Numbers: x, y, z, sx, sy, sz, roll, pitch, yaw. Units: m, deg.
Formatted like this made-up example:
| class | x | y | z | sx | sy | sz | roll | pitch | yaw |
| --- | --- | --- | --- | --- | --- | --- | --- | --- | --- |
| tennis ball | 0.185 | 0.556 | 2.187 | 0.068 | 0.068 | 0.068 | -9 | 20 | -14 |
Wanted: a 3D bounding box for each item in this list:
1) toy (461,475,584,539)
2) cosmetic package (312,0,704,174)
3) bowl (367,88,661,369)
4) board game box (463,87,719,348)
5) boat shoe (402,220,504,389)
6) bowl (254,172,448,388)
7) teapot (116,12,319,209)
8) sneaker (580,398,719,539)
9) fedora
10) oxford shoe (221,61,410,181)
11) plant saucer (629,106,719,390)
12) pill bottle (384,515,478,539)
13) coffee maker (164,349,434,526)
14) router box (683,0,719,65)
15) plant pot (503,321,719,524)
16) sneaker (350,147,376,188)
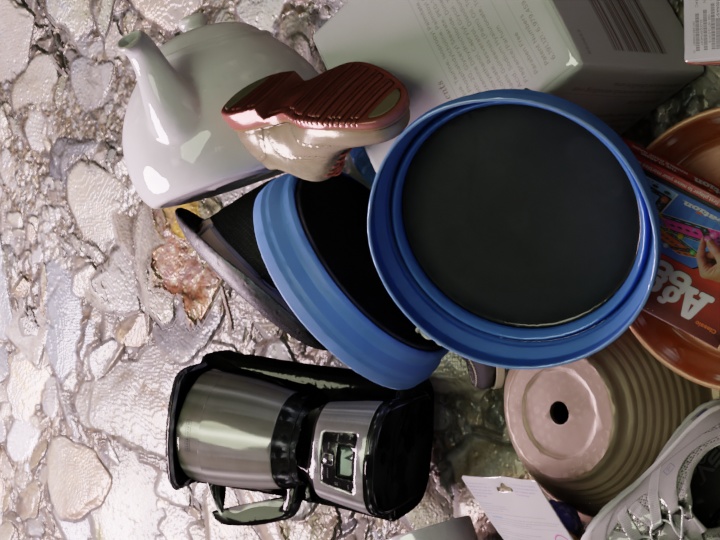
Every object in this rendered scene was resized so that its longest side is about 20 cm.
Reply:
| class | x | y | z | sx | sy | sz | roll | pitch | yaw |
| --- | --- | --- | --- | --- | --- | --- | --- | --- | --- |
| toy | 0.169 | 0.226 | 1.201 | 0.200 | 0.047 | 0.115 | 58 | 156 | -9 |
| cosmetic package | 0.107 | -0.162 | 1.188 | 0.200 | 0.167 | 0.167 | -38 | 69 | 37 |
| bowl | 0.104 | -0.029 | 1.076 | 0.200 | 0.039 | 0.202 | 8 | 118 | 15 |
| board game box | 0.178 | -0.034 | 1.081 | 0.199 | 0.019 | 0.103 | 28 | 124 | 5 |
| boat shoe | 0.067 | 0.022 | 1.202 | 0.200 | 0.062 | 0.073 | 73 | -178 | -46 |
| bowl | 0.000 | 0.000 | 1.271 | 0.039 | 0.200 | 0.201 | -39 | 67 | 24 |
| teapot | -0.117 | -0.145 | 1.341 | 0.200 | 0.197 | 0.147 | -19 | 89 | 68 |
| sneaker | 0.212 | 0.177 | 1.099 | 0.075 | 0.082 | 0.201 | 32 | 89 | -6 |
| fedora | -0.069 | -0.019 | 1.380 | 0.092 | 0.201 | 0.201 | -47 | 59 | 3 |
| oxford shoe | -0.021 | -0.105 | 1.171 | 0.200 | 0.070 | 0.075 | 11 | 137 | 55 |
| plant saucer | 0.272 | -0.015 | 1.110 | 0.199 | 0.032 | 0.201 | 2 | 95 | 26 |
| pill bottle | 0.079 | 0.307 | 1.289 | 0.111 | 0.111 | 0.201 | -26 | 76 | 41 |
| coffee maker | -0.039 | 0.129 | 1.364 | 0.199 | 0.192 | 0.135 | 7 | 121 | 21 |
| router box | 0.273 | -0.231 | 1.021 | 0.049 | 0.179 | 0.201 | 1 | 95 | 43 |
| plant pot | 0.176 | 0.101 | 1.197 | 0.200 | 0.092 | 0.202 | 3 | 94 | 42 |
| sneaker | 0.051 | -0.072 | 1.310 | 0.071 | 0.083 | 0.200 | -38 | 51 | 14 |
